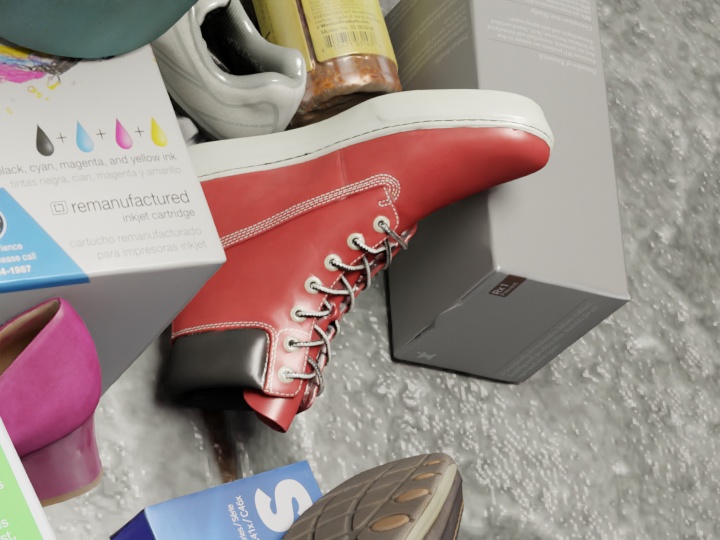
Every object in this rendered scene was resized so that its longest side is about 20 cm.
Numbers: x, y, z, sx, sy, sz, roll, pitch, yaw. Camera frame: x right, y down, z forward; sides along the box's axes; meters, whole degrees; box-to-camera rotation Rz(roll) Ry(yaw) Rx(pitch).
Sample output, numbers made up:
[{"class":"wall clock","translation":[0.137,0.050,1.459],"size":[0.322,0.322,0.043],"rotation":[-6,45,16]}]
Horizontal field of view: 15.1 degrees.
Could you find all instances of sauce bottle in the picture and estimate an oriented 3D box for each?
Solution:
[{"class":"sauce bottle","translation":[-0.030,-0.168,1.404],"size":[0.066,0.066,0.201],"rotation":[0,66,-32]}]

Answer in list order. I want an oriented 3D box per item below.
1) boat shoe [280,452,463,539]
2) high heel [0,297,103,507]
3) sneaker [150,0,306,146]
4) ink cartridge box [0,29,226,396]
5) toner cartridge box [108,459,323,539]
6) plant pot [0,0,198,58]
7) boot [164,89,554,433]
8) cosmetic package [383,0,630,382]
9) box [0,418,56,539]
[{"class":"boat shoe","translation":[-0.001,0.156,1.190],"size":[0.200,0.074,0.074],"rotation":[-54,127,-49]},{"class":"high heel","translation":[-0.202,0.072,1.118],"size":[0.199,0.096,0.067],"rotation":[-20,41,-19]},{"class":"sneaker","translation":[-0.108,-0.134,1.329],"size":[0.200,0.081,0.075],"rotation":[40,53,-5]},{"class":"ink cartridge box","translation":[-0.177,-0.053,1.197],"size":[0.147,0.145,0.201],"rotation":[-7,67,-34]},{"class":"toner cartridge box","translation":[-0.030,0.191,1.218],"size":[0.095,0.043,0.201],"rotation":[-15,73,-36]},{"class":"plant pot","translation":[-0.092,-0.199,1.112],"size":[0.199,0.196,0.201],"rotation":[16,56,-24]},{"class":"boot","translation":[0.000,0.000,1.267],"size":[0.072,0.199,0.145],"rotation":[45,35,-57]},{"class":"cosmetic package","translation":[0.068,-0.057,1.377],"size":[0.090,0.107,0.201],"rotation":[9,62,-28]},{"class":"box","translation":[-0.221,0.119,1.008],"size":[0.199,0.097,0.177],"rotation":[-19,76,-25]}]
